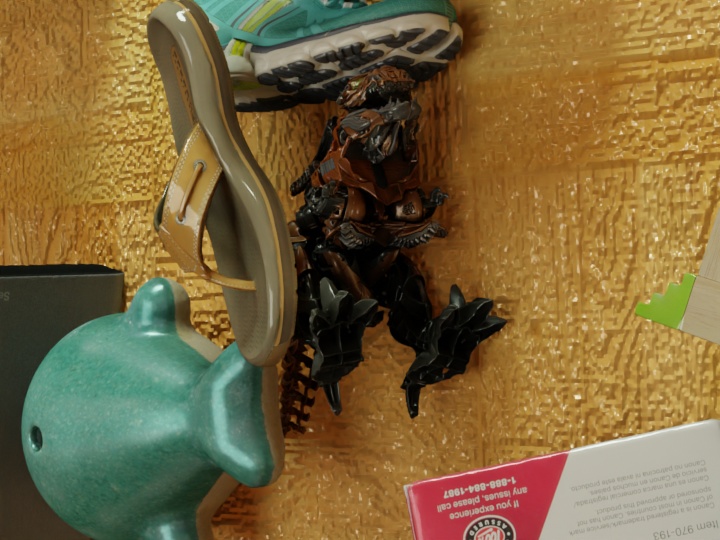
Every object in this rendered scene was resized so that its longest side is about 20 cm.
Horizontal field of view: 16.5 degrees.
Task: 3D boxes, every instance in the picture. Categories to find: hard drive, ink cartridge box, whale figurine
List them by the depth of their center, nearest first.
[{"bbox_3d":[0.112,0.179,1.086,0.145,0.083,0.201,-12,81,7],"label":"ink cartridge box"},{"bbox_3d":[-0.113,0.084,1.326,0.200,0.103,0.160,-10,84,60],"label":"whale figurine"},{"bbox_3d":[-0.207,0.096,1.414,0.033,0.139,0.201,16,103,45],"label":"hard drive"}]

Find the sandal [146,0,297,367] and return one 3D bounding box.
[{"bbox_3d":[-0.081,-0.042,1.242,0.080,0.054,0.201,131,124,-64],"label":"sandal"}]

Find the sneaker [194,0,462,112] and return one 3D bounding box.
[{"bbox_3d":[-0.030,-0.129,1.278,0.199,0.077,0.080,0,82,45],"label":"sneaker"}]

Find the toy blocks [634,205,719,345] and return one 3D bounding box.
[{"bbox_3d":[0.223,-0.016,1.018,0.200,0.100,0.137,20,94,43],"label":"toy blocks"}]

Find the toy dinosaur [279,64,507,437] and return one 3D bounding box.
[{"bbox_3d":[0.000,0.000,1.255,0.136,0.102,0.201,-123,22,-45],"label":"toy dinosaur"}]
